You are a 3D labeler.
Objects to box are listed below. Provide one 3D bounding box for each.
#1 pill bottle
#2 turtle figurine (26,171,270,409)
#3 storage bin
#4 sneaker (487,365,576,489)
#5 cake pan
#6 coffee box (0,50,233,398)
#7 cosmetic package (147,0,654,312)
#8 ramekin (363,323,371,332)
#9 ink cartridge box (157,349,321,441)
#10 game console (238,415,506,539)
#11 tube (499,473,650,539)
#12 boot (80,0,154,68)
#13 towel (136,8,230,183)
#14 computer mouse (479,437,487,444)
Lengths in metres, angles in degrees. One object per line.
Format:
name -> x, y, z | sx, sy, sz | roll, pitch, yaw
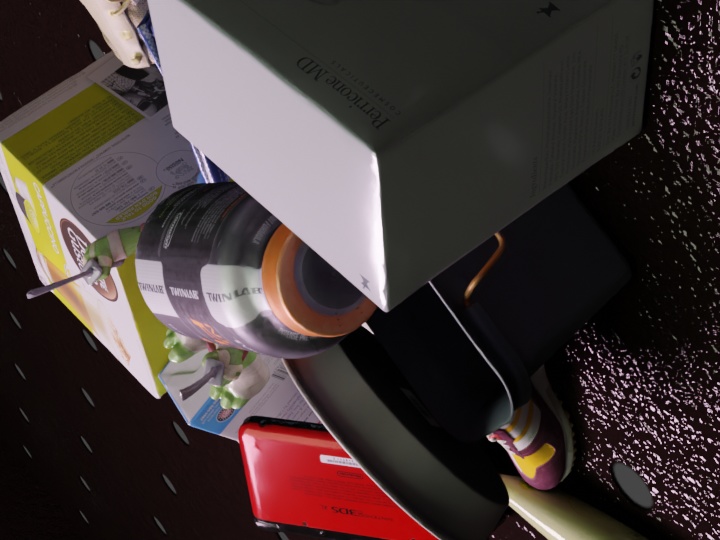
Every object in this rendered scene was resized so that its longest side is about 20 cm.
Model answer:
pill bottle -> -0.060, -0.002, 0.927 | 0.107, 0.106, 0.199 | 62, 158, -16
turtle figurine -> -0.146, 0.039, 1.129 | 0.142, 0.202, 0.195 | 7, 149, 14
storage bin -> 0.072, -0.018, 0.952 | 0.201, 0.134, 0.146 | 53, 158, 5
sneaker -> 0.098, 0.099, 1.119 | 0.075, 0.090, 0.201 | 27, 144, 49
cake pan -> 0.027, 0.102, 0.991 | 0.200, 0.037, 0.200 | 45, -172, -8
coffee box -> -0.172, -0.055, 1.312 | 0.197, 0.199, 0.201 | 40, 154, 32
cosmetic package -> 0.021, -0.120, 0.829 | 0.199, 0.199, 0.124 | 40, 153, 32
ramekin -> 0.000, 0.000, 1.171 | 0.200, 0.097, 0.201 | 44, 155, 27
ink cartridge box -> -0.066, 0.094, 1.320 | 0.199, 0.115, 0.068 | 27, -163, -50
game console -> 0.014, 0.173, 1.290 | 0.198, 0.119, 0.174 | 5, 125, 18
tube -> 0.176, 0.204, 1.157 | 0.199, 0.052, 0.058 | 32, 150, 45
boot -> -0.170, -0.211, 1.081 | 0.200, 0.073, 0.156 | 37, 162, 50
towel -> -0.103, -0.167, 1.070 | 0.024, 0.201, 0.146 | -5, 129, 18
computer mouse -> 0.063, 0.112, 1.172 | 0.200, 0.058, 0.034 | 38, -146, -63
